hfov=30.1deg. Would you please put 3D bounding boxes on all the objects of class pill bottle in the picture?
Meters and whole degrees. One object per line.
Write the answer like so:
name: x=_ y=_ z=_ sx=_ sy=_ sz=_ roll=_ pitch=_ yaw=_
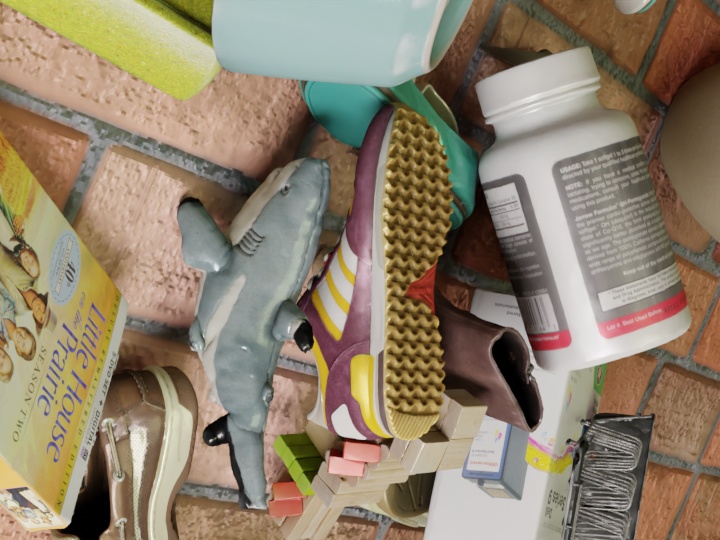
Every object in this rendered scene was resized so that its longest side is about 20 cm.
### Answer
pill bottle: x=0.143 y=-0.042 z=0.903 sx=0.110 sy=0.110 sz=0.201 roll=-19 pitch=94 yaw=-42

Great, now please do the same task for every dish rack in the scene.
dish rack: x=0.167 y=0.180 z=0.949 sx=0.200 sy=0.054 sz=0.155 roll=2 pitch=96 yaw=-75

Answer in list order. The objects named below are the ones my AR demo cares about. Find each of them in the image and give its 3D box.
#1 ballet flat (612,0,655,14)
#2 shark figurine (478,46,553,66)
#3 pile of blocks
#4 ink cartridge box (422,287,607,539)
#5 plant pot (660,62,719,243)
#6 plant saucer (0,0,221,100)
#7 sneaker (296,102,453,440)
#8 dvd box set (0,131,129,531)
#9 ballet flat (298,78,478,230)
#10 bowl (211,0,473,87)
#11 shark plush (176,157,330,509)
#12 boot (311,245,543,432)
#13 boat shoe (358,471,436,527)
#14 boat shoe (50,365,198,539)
ballet flat: x=0.215 y=-0.292 z=0.993 sx=0.069 sy=0.069 sz=0.201 roll=26 pitch=85 yaw=-52
shark figurine: x=0.144 y=-0.057 z=0.984 sx=0.089 sy=0.128 sz=0.216 roll=-25 pitch=127 yaw=-26
pile of blocks: x=-0.009 y=0.114 z=0.870 sx=0.062 sy=0.083 sz=0.200 roll=3 pitch=153 yaw=-43
ink cartridge box: x=0.123 y=0.131 z=1.024 sx=0.145 sy=0.087 sz=0.201 roll=38 pitch=64 yaw=-65
plant pot: x=0.342 y=-0.109 z=1.168 sx=0.200 sy=0.134 sz=0.202 roll=-26 pitch=127 yaw=-39
plant saucer: x=-0.097 y=-0.205 z=0.683 sx=0.199 sy=0.048 sz=0.201 roll=25 pitch=90 yaw=-52
sneaker: x=0.000 y=0.000 z=0.806 sx=0.075 sy=0.090 sz=0.202 roll=10 pitch=81 yaw=-51
dvd box set: x=-0.184 y=0.015 z=0.657 sx=0.200 sy=0.029 sz=0.147 roll=63 pitch=27 yaw=-45
ballet flat: x=0.022 y=-0.101 z=0.875 sx=0.200 sy=0.067 sz=0.071 roll=45 pitch=50 yaw=-50
bowl: x=0.013 y=-0.178 z=0.709 sx=0.201 sy=0.104 sz=0.202 roll=90 pitch=26 yaw=-78
shark plush: x=-0.062 y=0.032 z=0.779 sx=0.091 sy=0.083 sz=0.201 roll=39 pitch=55 yaw=-46
boot: x=0.051 y=0.077 z=0.908 sx=0.072 sy=0.166 sz=0.201 roll=-46 pitch=139 yaw=-22
boat shoe: x=0.038 y=0.161 z=1.032 sx=0.200 sy=0.063 sz=0.074 roll=17 pitch=80 yaw=-63
boat shoe: x=-0.152 y=0.154 z=0.805 sx=0.074 sy=0.075 sz=0.204 roll=-1 pitch=104 yaw=-35
